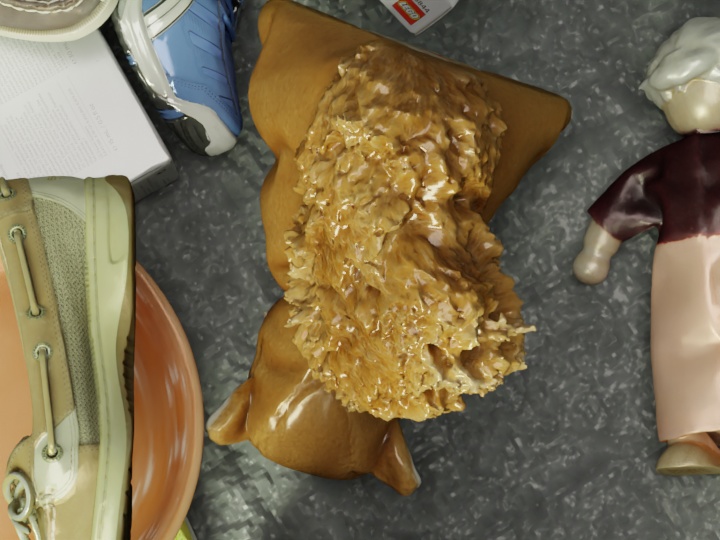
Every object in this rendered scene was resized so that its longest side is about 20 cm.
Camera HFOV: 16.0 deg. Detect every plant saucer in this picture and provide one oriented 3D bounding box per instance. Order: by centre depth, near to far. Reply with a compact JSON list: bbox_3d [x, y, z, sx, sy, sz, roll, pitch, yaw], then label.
[{"bbox_3d":[-0.166,0.065,1.064,0.199,0.037,0.201,3,74,-10],"label":"plant saucer"}]

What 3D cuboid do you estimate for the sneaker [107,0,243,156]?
[{"bbox_3d":[-0.076,-0.150,1.131,0.077,0.076,0.201,-12,84,4],"label":"sneaker"}]

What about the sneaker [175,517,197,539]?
[{"bbox_3d":[-0.107,0.177,1.085,0.078,0.090,0.201,2,81,3],"label":"sneaker"}]

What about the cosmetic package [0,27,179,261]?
[{"bbox_3d":[-0.194,-0.093,1.139,0.150,0.052,0.200,-29,83,-4],"label":"cosmetic package"}]

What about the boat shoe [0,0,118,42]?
[{"bbox_3d":[-0.191,-0.164,1.087,0.200,0.060,0.072,34,83,12],"label":"boat shoe"}]

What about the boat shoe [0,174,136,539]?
[{"bbox_3d":[-0.121,0.056,1.021,0.063,0.073,0.201,1,71,-5],"label":"boat shoe"}]

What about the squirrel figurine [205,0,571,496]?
[{"bbox_3d":[0.000,0.000,1.056,0.141,0.200,0.187,19,97,-6],"label":"squirrel figurine"}]

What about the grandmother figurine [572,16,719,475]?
[{"bbox_3d":[0.152,-0.013,1.122,0.121,0.061,0.201,-2,80,12],"label":"grandmother figurine"}]

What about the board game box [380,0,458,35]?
[{"bbox_3d":[-0.008,-0.210,1.058,0.200,0.035,0.126,45,54,-12],"label":"board game box"}]
